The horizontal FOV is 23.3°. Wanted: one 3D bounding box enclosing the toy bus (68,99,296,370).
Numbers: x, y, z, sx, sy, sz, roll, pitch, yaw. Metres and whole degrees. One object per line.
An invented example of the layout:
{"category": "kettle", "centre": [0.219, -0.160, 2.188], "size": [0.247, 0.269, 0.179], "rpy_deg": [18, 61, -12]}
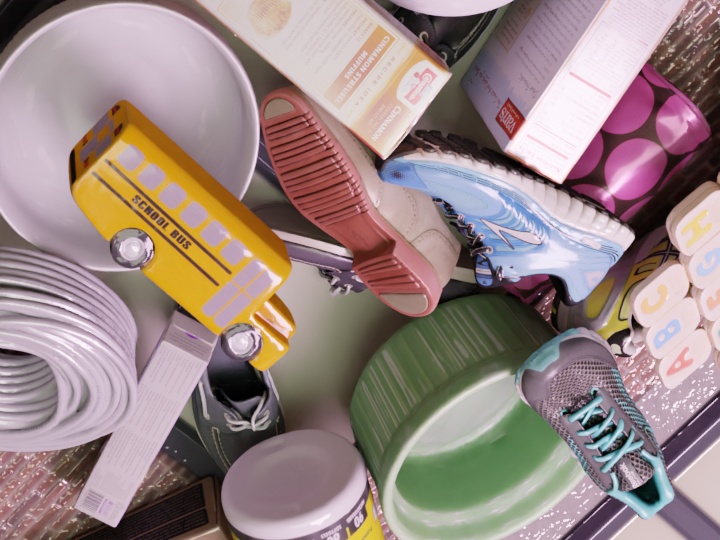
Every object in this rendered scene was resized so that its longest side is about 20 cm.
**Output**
{"category": "toy bus", "centre": [-0.116, -0.021, 1.210], "size": [0.078, 0.065, 0.200], "rpy_deg": [-43, 116, 10]}

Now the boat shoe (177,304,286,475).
{"category": "boat shoe", "centre": [-0.100, 0.099, 1.365], "size": [0.072, 0.062, 0.202], "rpy_deg": [-14, 117, -3]}

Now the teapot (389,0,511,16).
{"category": "teapot", "centre": [0.062, -0.254, 1.152], "size": [0.199, 0.146, 0.198], "rpy_deg": [-32, 102, 14]}

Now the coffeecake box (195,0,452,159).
{"category": "coffeecake box", "centre": [-0.038, -0.171, 1.158], "size": [0.199, 0.154, 0.073], "rpy_deg": [39, 98, -5]}

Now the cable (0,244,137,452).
{"category": "cable", "centre": [-0.260, 0.061, 1.274], "size": [0.199, 0.070, 0.199], "rpy_deg": [32, 133, -33]}

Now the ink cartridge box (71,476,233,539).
{"category": "ink cartridge box", "centre": [-0.150, 0.294, 1.445], "size": [0.163, 0.075, 0.201], "rpy_deg": [-25, 117, 3]}

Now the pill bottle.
{"category": "pill bottle", "centre": [-0.032, 0.235, 1.367], "size": [0.113, 0.115, 0.202], "rpy_deg": [-17, 122, -2]}

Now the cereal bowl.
{"category": "cereal bowl", "centre": [-0.172, -0.106, 1.238], "size": [0.197, 0.084, 0.202], "rpy_deg": [-4, 117, -8]}

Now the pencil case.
{"category": "pencil case", "centre": [0.166, -0.071, 1.321], "size": [0.199, 0.094, 0.091], "rpy_deg": [-40, 142, 6]}

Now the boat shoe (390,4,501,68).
{"category": "boat shoe", "centre": [0.033, -0.151, 1.270], "size": [0.200, 0.057, 0.069], "rpy_deg": [-42, 116, 11]}

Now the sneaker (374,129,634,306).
{"category": "sneaker", "centre": [0.096, -0.031, 1.229], "size": [0.198, 0.078, 0.091], "rpy_deg": [24, 100, -17]}

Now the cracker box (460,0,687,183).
{"category": "cracker box", "centre": [0.159, -0.178, 1.238], "size": [0.057, 0.134, 0.201], "rpy_deg": [27, 109, -23]}

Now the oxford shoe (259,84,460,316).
{"category": "oxford shoe", "centre": [0.001, -0.061, 1.254], "size": [0.201, 0.070, 0.074], "rpy_deg": [54, 52, -25]}

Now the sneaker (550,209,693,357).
{"category": "sneaker", "centre": [0.241, 0.010, 1.351], "size": [0.199, 0.076, 0.076], "rpy_deg": [-32, 138, -23]}

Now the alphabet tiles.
{"category": "alphabet tiles", "centre": [0.288, -0.004, 1.303], "size": [0.195, 0.015, 0.201], "rpy_deg": [-38, 136, -8]}

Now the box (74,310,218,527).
{"category": "box", "centre": [-0.166, 0.117, 1.340], "size": [0.041, 0.039, 0.201], "rpy_deg": [25, 126, -7]}

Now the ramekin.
{"category": "ramekin", "centre": [0.088, 0.114, 1.358], "size": [0.198, 0.098, 0.201], "rpy_deg": [-18, 136, -18]}

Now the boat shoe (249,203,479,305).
{"category": "boat shoe", "centre": [0.000, 0.000, 1.331], "size": [0.198, 0.073, 0.063], "rpy_deg": [12, 113, -22]}

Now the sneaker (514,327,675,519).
{"category": "sneaker", "centre": [0.181, 0.115, 1.275], "size": [0.077, 0.091, 0.200], "rpy_deg": [-39, 139, 5]}
